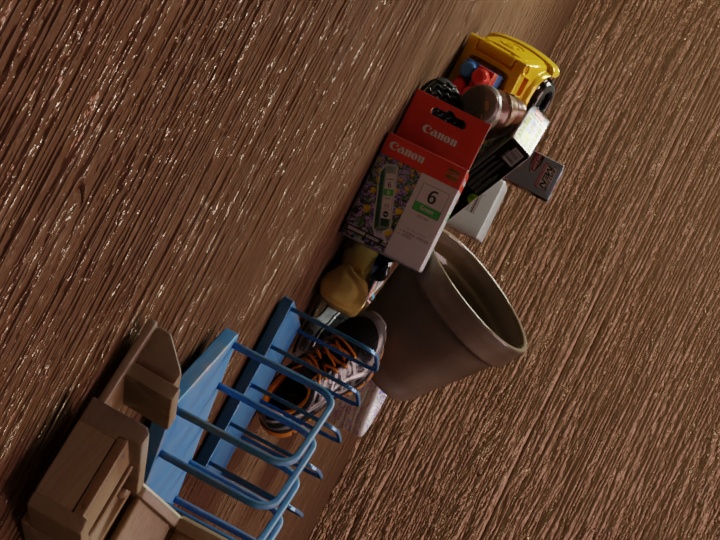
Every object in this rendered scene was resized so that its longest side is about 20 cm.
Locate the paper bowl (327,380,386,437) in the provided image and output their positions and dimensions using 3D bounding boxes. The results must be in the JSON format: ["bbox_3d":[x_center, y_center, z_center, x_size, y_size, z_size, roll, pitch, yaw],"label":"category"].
[{"bbox_3d":[0.002,0.151,2.171,0.202,0.104,0.201,-61,173,-12],"label":"paper bowl"}]

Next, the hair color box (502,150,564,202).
[{"bbox_3d":[0.221,-0.180,2.181,0.061,0.199,0.099,-63,173,3],"label":"hair color box"}]

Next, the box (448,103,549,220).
[{"bbox_3d":[0.152,-0.127,1.790,0.200,0.035,0.110,-39,-170,35],"label":"box"}]

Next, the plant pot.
[{"bbox_3d":[0.087,0.072,1.769,0.173,0.200,0.200,-39,-179,18],"label":"plant pot"}]

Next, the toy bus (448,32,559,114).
[{"bbox_3d":[0.170,-0.234,1.958,0.201,0.135,0.192,-63,161,16],"label":"toy bus"}]

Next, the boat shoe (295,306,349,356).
[{"bbox_3d":[-0.031,0.090,1.836,0.074,0.068,0.199,-64,174,5],"label":"boat shoe"}]

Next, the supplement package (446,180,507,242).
[{"bbox_3d":[0.191,-0.130,2.506,0.118,0.116,0.200,-64,174,2],"label":"supplement package"}]

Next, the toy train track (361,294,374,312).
[{"bbox_3d":[0.001,0.048,1.999,0.114,0.033,0.200,-35,-169,9],"label":"toy train track"}]

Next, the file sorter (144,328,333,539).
[{"bbox_3d":[-0.123,0.185,1.204,0.201,0.122,0.139,-67,172,28],"label":"file sorter"}]

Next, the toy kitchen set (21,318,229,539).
[{"bbox_3d":[-0.113,0.156,0.958,0.164,0.179,0.200,-61,177,-25],"label":"toy kitchen set"}]

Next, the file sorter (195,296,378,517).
[{"bbox_3d":[-0.075,0.156,1.515,0.201,0.122,0.139,-63,174,-11],"label":"file sorter"}]

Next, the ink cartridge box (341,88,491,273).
[{"bbox_3d":[0.068,-0.110,1.657,0.201,0.108,0.050,-64,174,0],"label":"ink cartridge box"}]

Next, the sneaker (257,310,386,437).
[{"bbox_3d":[-0.047,0.124,1.680,0.200,0.078,0.077,-45,160,-5],"label":"sneaker"}]

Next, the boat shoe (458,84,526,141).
[{"bbox_3d":[0.143,-0.192,1.779,0.200,0.071,0.076,3,-91,64],"label":"boat shoe"}]

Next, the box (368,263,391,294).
[{"bbox_3d":[0.042,-0.062,1.897,0.201,0.035,0.110,-66,173,18],"label":"box"}]

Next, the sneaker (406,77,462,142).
[{"bbox_3d":[0.064,-0.148,1.746,0.090,0.070,0.202,12,-93,62],"label":"sneaker"}]

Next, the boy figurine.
[{"bbox_3d":[0.000,0.000,1.751,0.125,0.064,0.200,-57,178,20],"label":"boy figurine"}]
